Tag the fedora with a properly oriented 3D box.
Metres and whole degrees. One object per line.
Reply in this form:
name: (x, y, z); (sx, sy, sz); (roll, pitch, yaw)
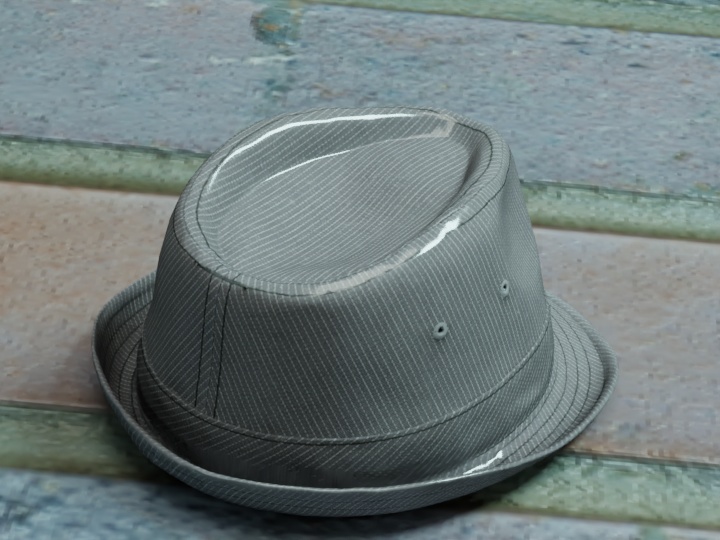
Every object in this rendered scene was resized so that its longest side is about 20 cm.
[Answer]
fedora: (0.000, 0.000, 0.893); (0.199, 0.091, 0.176); (-24, 41, -39)
